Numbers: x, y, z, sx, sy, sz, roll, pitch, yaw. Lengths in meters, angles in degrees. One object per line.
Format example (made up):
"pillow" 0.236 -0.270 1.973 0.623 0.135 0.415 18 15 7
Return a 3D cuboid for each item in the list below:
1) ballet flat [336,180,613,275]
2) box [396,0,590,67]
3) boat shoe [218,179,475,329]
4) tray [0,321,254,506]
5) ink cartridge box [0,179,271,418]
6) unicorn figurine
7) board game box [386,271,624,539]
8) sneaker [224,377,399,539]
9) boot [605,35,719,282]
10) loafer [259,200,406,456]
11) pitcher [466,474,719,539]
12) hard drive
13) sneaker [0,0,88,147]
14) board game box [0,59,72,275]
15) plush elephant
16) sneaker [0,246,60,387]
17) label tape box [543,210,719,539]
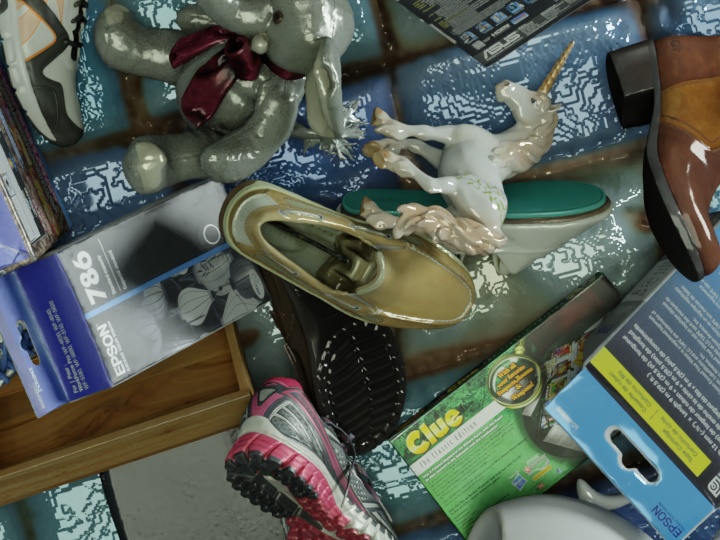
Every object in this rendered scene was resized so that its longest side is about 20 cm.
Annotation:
"ballet flat" 0.081 -0.027 1.524 0.198 0.069 0.070 -2 97 3
"box" 0.106 -0.235 1.421 0.199 0.049 0.161 -31 136 34
"boat shoe" 0.000 0.000 1.442 0.199 0.076 0.072 17 96 -26
"tray" -0.178 0.091 1.509 0.199 0.099 0.037 -19 140 1
"ink cartridge box" -0.154 0.015 1.436 0.200 0.039 0.100 -30 100 -41
"unicorn figurine" 0.072 -0.077 1.482 0.136 0.074 0.201 11 53 -6
"board game box" 0.128 0.102 1.555 0.200 0.023 0.105 -37 99 2
"sneaker" -0.020 0.153 1.498 0.080 0.075 0.200 -3 143 27
"boot" 0.290 -0.095 1.493 0.199 0.069 0.189 -12 58 -2
"loafer" -0.024 0.037 1.525 0.073 0.071 0.201 -24 111 -21
"pitcher" 0.180 0.208 1.530 0.199 0.121 0.173 16 76 -16
"hard drive" -0.113 0.180 1.546 0.134 0.042 0.201 -19 97 0
"sneaker" -0.218 -0.187 1.485 0.079 0.074 0.201 -13 97 -2
"board game box" -0.279 -0.073 1.431 0.096 0.200 0.160 -23 96 2
"plush elephant" -0.070 -0.150 1.445 0.199 0.165 0.155 6 138 -17
"sneaker" -0.250 0.048 1.498 0.199 0.077 0.076 -25 141 9
"label tape box" 0.237 0.076 1.515 0.200 0.066 0.143 -45 97 -8
